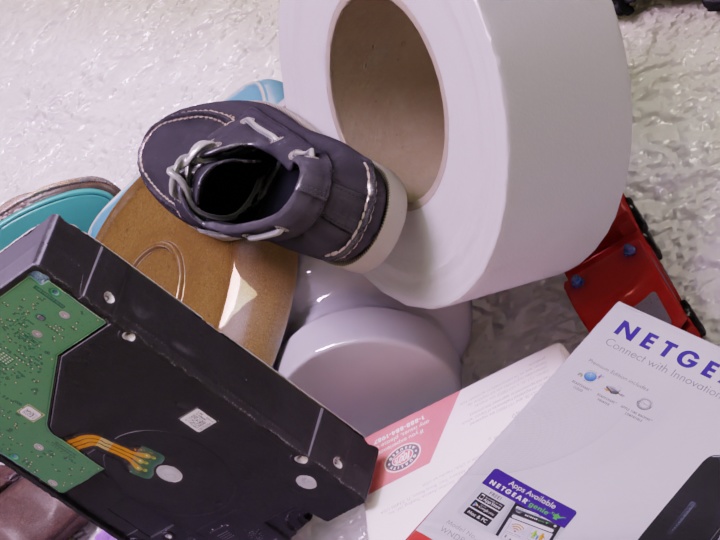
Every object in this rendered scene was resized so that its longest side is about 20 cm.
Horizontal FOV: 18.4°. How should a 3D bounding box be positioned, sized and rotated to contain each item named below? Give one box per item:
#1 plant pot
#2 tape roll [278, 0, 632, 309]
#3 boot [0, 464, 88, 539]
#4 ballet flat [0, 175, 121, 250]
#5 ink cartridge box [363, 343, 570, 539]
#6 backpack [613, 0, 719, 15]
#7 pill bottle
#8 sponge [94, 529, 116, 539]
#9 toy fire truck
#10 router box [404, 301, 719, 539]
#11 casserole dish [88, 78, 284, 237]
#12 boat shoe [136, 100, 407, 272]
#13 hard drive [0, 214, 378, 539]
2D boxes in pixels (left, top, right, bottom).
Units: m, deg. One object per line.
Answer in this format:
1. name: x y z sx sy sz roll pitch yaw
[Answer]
1. plant pot: -0.103 0.019 1.163 0.200 0.027 0.201 -30 50 44
2. tape roll: 0.039 -0.086 1.037 0.071 0.203 0.202 -16 27 -28
3. boot: -0.259 0.177 1.262 0.199 0.073 0.166 5 43 44
4. ballet flat: -0.237 -0.003 1.413 0.200 0.068 0.067 -36 30 2
5. ink cartridge box: 0.071 0.141 1.003 0.116 0.068 0.200 -27 37 15
6. backpack: 0.181 -0.264 1.269 0.177 0.151 0.200 0 47 41
7. pill bottle: 0.000 0.000 1.167 0.115 0.116 0.201 -25 39 18
8. sponge: -0.087 0.186 1.121 0.112 0.030 0.200 -48 37 -13
9. toy fire truck: 0.099 -0.045 1.109 0.049 0.141 0.200 -32 37 9
10. router box: 0.138 0.120 0.900 0.199 0.049 0.180 25 54 29
11. casserole dish: -0.099 -0.042 1.327 0.200 0.039 0.121 -41 27 15
12. boat shoe: -0.058 -0.049 1.065 0.200 0.063 0.073 21 91 51
13. hard drive: -0.109 0.066 1.048 0.140 0.200 0.038 -32 31 41
